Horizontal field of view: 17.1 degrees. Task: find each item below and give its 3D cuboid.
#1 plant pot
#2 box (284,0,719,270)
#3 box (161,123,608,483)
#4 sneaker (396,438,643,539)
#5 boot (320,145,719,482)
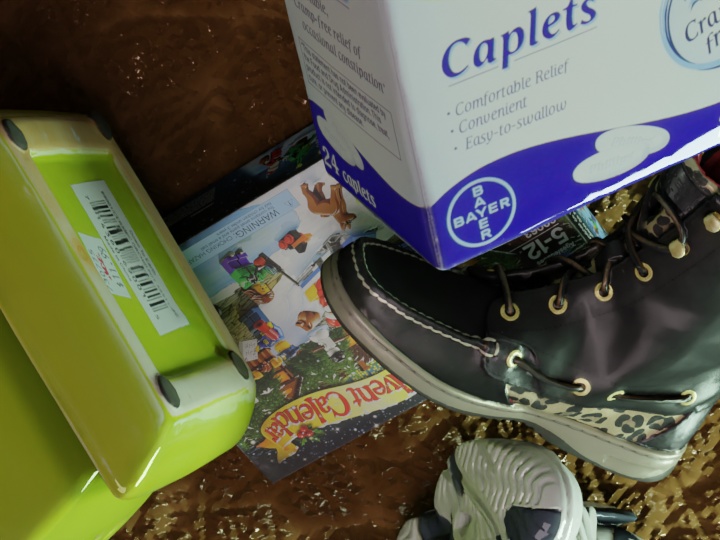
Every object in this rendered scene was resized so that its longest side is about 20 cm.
[{"bbox_3d":[-0.164,0.040,0.997,0.181,0.199,0.200,-32,86,12],"label":"plant pot"},{"bbox_3d":[0.068,-0.133,0.918,0.184,0.105,0.200,-24,125,-15],"label":"box"},{"bbox_3d":[0.000,0.000,1.089,0.200,0.038,0.137,-30,119,20],"label":"box"},{"bbox_3d":[0.101,0.132,1.129,0.129,0.080,0.199,3,152,-15],"label":"sneaker"},{"bbox_3d":[0.099,0.002,1.021,0.200,0.073,0.151,27,122,-24],"label":"boot"}]
